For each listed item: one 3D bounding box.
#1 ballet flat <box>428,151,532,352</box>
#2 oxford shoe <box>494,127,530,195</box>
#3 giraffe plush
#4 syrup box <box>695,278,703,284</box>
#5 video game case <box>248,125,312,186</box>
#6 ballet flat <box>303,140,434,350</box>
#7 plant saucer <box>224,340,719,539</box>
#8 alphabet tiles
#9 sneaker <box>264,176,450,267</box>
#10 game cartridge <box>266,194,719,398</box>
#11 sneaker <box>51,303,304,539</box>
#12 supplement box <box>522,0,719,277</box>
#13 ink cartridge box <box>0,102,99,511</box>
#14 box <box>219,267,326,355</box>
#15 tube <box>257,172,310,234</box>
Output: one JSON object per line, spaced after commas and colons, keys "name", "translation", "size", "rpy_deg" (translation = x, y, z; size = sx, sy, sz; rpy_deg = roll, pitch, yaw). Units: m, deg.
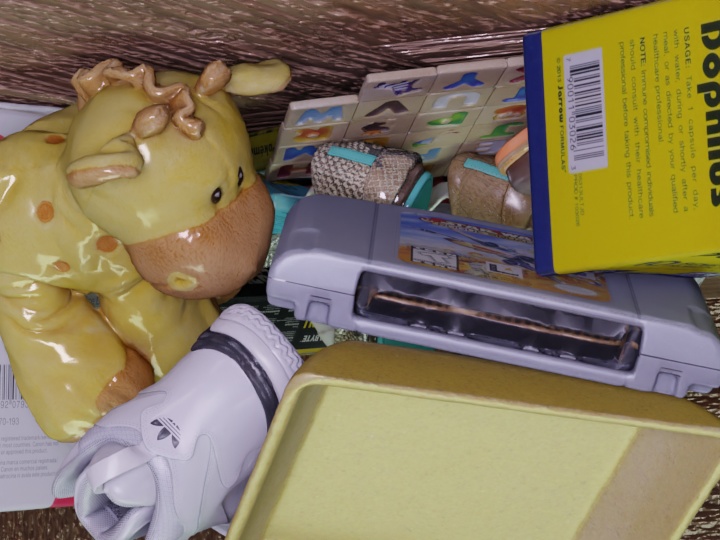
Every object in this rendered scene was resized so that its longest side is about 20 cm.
{"name": "ballet flat", "translation": [0.049, -0.002, 1.369], "size": [0.072, 0.068, 0.200], "rpy_deg": [26, 149, 3]}
{"name": "oxford shoe", "translation": [0.160, -0.055, 1.229], "size": [0.199, 0.073, 0.071], "rpy_deg": [-12, 171, 25]}
{"name": "giraffe plush", "translation": [-0.102, -0.034, 1.165], "size": [0.200, 0.173, 0.162], "rpy_deg": [39, 142, -27]}
{"name": "syrup box", "translation": [0.121, 0.031, 1.378], "size": [0.079, 0.201, 0.081], "rpy_deg": [34, -161, 9]}
{"name": "video game case", "translation": [0.039, -0.067, 1.429], "size": [0.199, 0.026, 0.180], "rpy_deg": [1, 174, -37]}
{"name": "ballet flat", "translation": [0.000, 0.000, 1.308], "size": [0.075, 0.068, 0.201], "rpy_deg": [21, 147, 17]}
{"name": "plant saucer", "translation": [0.041, 0.099, 1.130], "size": [0.199, 0.049, 0.200], "rpy_deg": [8, 140, -13]}
{"name": "alphabet tiles", "translation": [0.040, -0.072, 1.259], "size": [0.165, 0.006, 0.200], "rpy_deg": [-7, 169, -9]}
{"name": "sneaker", "translation": [0.009, -0.010, 1.454], "size": [0.199, 0.083, 0.078], "rpy_deg": [-3, 176, 5]}
{"name": "game cartridge", "translation": [0.060, 0.008, 1.135], "size": [0.199, 0.042, 0.133], "rpy_deg": [11, -163, -1]}
{"name": "sneaker", "translation": [-0.082, 0.097, 1.182], "size": [0.115, 0.075, 0.200], "rpy_deg": [-38, 162, -19]}
{"name": "supplement box", "translation": [0.174, -0.059, 1.057], "size": [0.108, 0.110, 0.199], "rpy_deg": [1, 174, -39]}
{"name": "ink cartridge box", "translation": [-0.184, 0.019, 1.294], "size": [0.083, 0.202, 0.145], "rpy_deg": [-1, 178, 34]}
{"name": "box", "translation": [-0.122, -0.002, 1.515], "size": [0.159, 0.050, 0.199], "rpy_deg": [35, -158, 32]}
{"name": "tube", "translation": [-0.080, -0.038, 1.385], "size": [0.077, 0.051, 0.199], "rpy_deg": [2, -178, -43]}
